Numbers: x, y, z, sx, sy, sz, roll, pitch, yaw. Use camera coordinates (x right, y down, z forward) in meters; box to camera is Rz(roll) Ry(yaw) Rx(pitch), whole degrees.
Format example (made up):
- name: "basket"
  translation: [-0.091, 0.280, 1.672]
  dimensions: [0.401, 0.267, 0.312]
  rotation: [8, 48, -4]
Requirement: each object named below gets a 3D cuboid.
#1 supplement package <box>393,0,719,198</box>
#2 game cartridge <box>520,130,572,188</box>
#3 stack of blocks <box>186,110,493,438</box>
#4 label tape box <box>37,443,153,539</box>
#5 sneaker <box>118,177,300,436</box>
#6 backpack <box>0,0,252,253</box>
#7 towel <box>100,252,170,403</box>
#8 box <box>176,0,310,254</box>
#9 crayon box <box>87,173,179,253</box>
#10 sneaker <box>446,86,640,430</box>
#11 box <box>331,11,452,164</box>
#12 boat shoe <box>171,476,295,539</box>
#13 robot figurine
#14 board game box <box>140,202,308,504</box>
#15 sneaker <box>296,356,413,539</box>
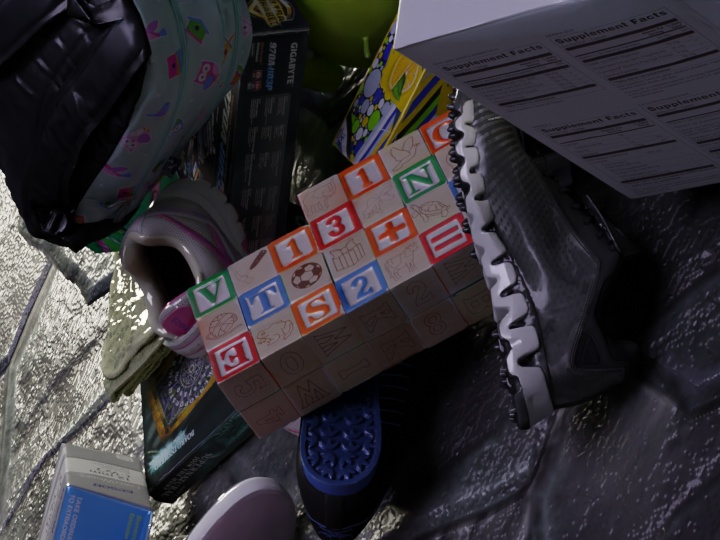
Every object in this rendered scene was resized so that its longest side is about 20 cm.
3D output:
- name: "supplement package"
  translation: [0.143, -0.150, 1.021]
  dimensions: [0.151, 0.200, 0.152]
  rotation: [-11, 63, 41]
- name: "game cartridge"
  translation: [0.079, -0.148, 1.192]
  dimensions: [0.133, 0.041, 0.200]
  rotation: [-123, 19, -53]
- name: "stack of blocks"
  translation: [0.000, 0.000, 1.235]
  dimensions: [0.200, 0.059, 0.115]
  rotation: [-29, 42, 5]
- name: "label tape box"
  translation: [-0.194, 0.213, 1.439]
  dimensions: [0.200, 0.066, 0.143]
  rotation: [-136, 60, -80]
- name: "sneaker"
  translation: [-0.088, 0.035, 1.336]
  dimensions: [0.200, 0.088, 0.081]
  rotation: [47, 125, 10]
- name: "backpack"
  translation: [-0.163, -0.129, 1.305]
  dimensions: [0.167, 0.127, 0.200]
  rotation: [53, 135, 10]
- name: "towel"
  translation: [-0.143, -0.008, 1.543]
  dimensions: [0.148, 0.036, 0.200]
  rotation: [-46, 25, 29]
- name: "box"
  translation: [-0.088, -0.120, 1.407]
  dimensions: [0.159, 0.046, 0.200]
  rotation: [-118, 28, -47]
- name: "crayon box"
  translation: [-0.153, -0.112, 1.580]
  dimensions: [0.200, 0.058, 0.119]
  rotation: [-61, 22, -15]
- name: "sneaker"
  translation: [0.103, -0.018, 1.129]
  dimensions: [0.066, 0.090, 0.200]
  rotation: [73, -176, -77]
- name: "box"
  translation: [0.062, -0.146, 1.307]
  dimensions: [0.200, 0.064, 0.070]
  rotation: [-63, 31, 12]
- name: "boat shoe"
  translation: [-0.108, 0.208, 1.377]
  dimensions: [0.200, 0.072, 0.066]
  rotation: [-65, 35, 25]
- name: "robot figurine"
  translation: [-0.013, -0.209, 1.412]
  dimensions: [0.176, 0.116, 0.200]
  rotation: [-59, 32, 10]
- name: "board game box"
  translation: [-0.094, 0.061, 1.472]
  dimensions: [0.200, 0.028, 0.135]
  rotation: [-43, 40, 37]
- name: "sneaker"
  translation: [-0.005, 0.074, 1.285]
  dimensions: [0.078, 0.070, 0.200]
  rotation: [94, -172, -49]
